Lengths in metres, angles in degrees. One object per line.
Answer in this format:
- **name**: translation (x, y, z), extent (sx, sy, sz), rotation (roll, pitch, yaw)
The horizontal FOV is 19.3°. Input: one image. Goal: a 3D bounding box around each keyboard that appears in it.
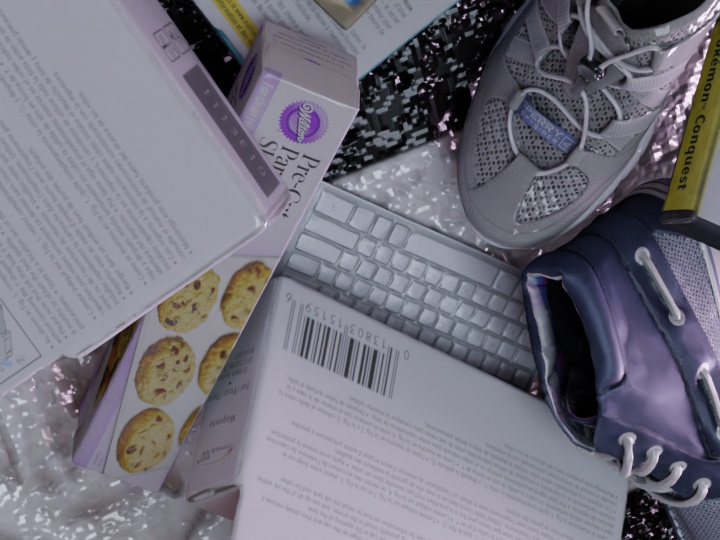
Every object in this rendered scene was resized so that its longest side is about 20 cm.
- **keyboard**: translation (0.000, 0.000, 0.882), extent (0.199, 0.011, 0.056), rotation (23, 104, -26)

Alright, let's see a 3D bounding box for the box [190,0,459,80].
- **box**: translation (0.024, -0.150, 0.800), extent (0.200, 0.049, 0.082), rotation (-38, 119, 0)

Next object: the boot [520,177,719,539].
- **boot**: translation (0.123, 0.069, 0.890), extent (0.090, 0.073, 0.201), rotation (-28, 108, -35)

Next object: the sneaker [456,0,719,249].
- **sneaker**: translation (0.092, -0.093, 0.812), extent (0.075, 0.082, 0.201), rotation (34, 112, 8)

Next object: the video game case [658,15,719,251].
- **video game case**: translation (0.229, -0.071, 0.878), extent (0.199, 0.025, 0.182), rotation (22, 79, -26)

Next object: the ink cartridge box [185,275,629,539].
- **ink cartridge box**: translation (0.019, 0.119, 0.860), extent (0.199, 0.043, 0.175), rotation (26, 62, -30)

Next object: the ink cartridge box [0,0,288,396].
- **ink cartridge box**: translation (-0.151, -0.055, 0.742), extent (0.173, 0.044, 0.200), rotation (-33, 97, 18)

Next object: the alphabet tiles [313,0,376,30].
- **alphabet tiles**: translation (0.003, -0.208, 0.720), extent (0.167, 0.008, 0.200), rotation (43, 110, -10)

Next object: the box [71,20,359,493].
- **box**: translation (-0.058, 0.000, 0.812), extent (0.041, 0.039, 0.201), rotation (21, 122, -15)
